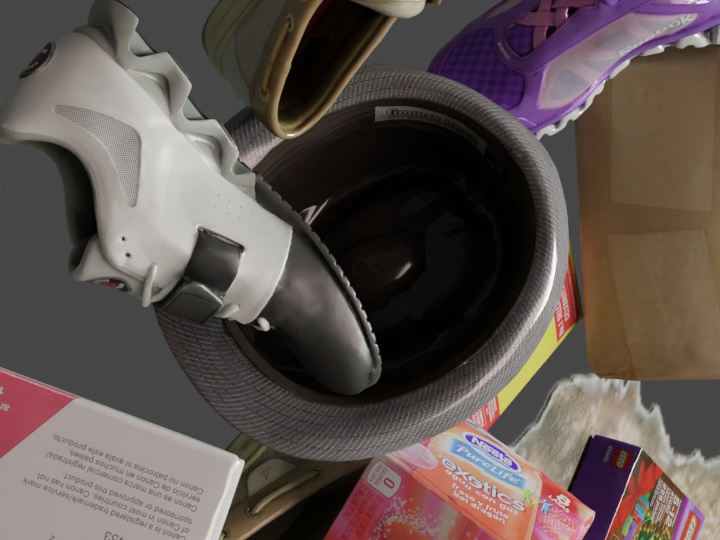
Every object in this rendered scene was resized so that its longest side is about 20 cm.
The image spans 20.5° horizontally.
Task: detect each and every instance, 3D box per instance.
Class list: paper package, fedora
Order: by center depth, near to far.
[{"bbox_3d":[0.000,0.000,0.945,0.200,0.177,0.090,-39,172,-11],"label":"fedora"},{"bbox_3d":[0.193,-0.068,1.170,0.191,0.103,0.201,-58,146,-56],"label":"paper package"}]

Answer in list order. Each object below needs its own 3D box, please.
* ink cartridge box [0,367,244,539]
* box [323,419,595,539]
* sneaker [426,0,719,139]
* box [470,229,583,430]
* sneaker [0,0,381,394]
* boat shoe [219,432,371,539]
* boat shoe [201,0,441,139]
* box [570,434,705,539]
[{"bbox_3d":[-0.146,0.141,0.755,0.084,0.144,0.201,146,-36,-81],"label":"ink cartridge box"},{"bbox_3d":[0.017,0.181,0.982,0.201,0.094,0.102,-60,164,19],"label":"box"},{"bbox_3d":[0.119,-0.138,1.027,0.199,0.081,0.089,-27,158,2],"label":"sneaker"},{"bbox_3d":[0.049,0.053,1.092,0.200,0.050,0.076,-46,136,-37],"label":"box"},{"bbox_3d":[-0.076,-0.010,0.840,0.089,0.074,0.200,-45,102,-18],"label":"sneaker"},{"bbox_3d":[-0.066,0.153,0.952,0.201,0.063,0.074,-48,138,-32],"label":"boat shoe"},{"bbox_3d":[0.008,-0.135,0.856,0.074,0.067,0.200,-8,150,-43],"label":"boat shoe"},{"bbox_3d":[0.158,0.226,1.319,0.137,0.039,0.201,43,67,-53],"label":"box"}]
